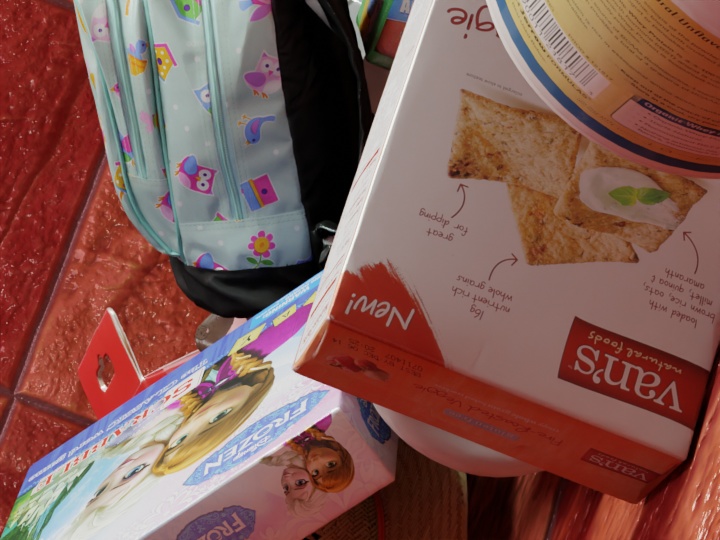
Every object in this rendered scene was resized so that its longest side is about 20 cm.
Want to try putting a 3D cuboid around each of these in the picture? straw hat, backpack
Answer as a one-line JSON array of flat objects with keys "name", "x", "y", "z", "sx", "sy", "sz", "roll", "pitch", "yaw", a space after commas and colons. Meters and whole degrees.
[{"name": "straw hat", "x": -0.025, "y": 0.126, "z": 1.327, "sx": 0.201, "sy": 0.085, "sz": 0.201, "roll": -175, "pitch": 90, "yaw": -72}, {"name": "backpack", "x": -0.061, "y": -0.092, "z": 1.395, "sx": 0.167, "sy": 0.126, "sz": 0.200, "roll": -95, "pitch": -6, "yaw": -63}]

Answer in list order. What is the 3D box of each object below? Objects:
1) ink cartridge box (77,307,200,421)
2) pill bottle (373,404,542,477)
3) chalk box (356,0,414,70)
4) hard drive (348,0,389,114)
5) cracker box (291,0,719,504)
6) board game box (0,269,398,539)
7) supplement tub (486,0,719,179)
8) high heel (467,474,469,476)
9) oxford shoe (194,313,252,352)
[{"name": "ink cartridge box", "x": -0.069, "y": 0.111, "z": 1.542, "sx": 0.067, "sy": 0.200, "sz": 0.116, "roll": -24, "pitch": -12, "yaw": -21}, {"name": "pill bottle", "x": 0.049, "y": 0.006, "z": 1.201, "sx": 0.200, "sy": 0.114, "sz": 0.114, "roll": -103, "pitch": 35, "yaw": -80}, {"name": "chalk box", "x": 0.077, "y": -0.138, "z": 1.413, "sx": 0.200, "sy": 0.124, "sz": 0.124, "roll": -92, "pitch": 25, "yaw": -78}, {"name": "hard drive", "x": 0.034, "y": -0.098, "z": 1.628, "sx": 0.200, "sy": 0.026, "sz": 0.132, "roll": -16, "pitch": -43, "yaw": -53}, {"name": "cracker box", "x": 0.071, "y": -0.035, "z": 1.058, "sx": 0.058, "sy": 0.134, "sz": 0.200, "roll": 126, "pitch": 164, "yaw": -65}, {"name": "board game box", "x": -0.071, "y": 0.087, "z": 1.281, "sx": 0.200, "sy": 0.041, "sz": 0.200, "roll": -34, "pitch": 15, "yaw": 13}, {"name": "supplement tub", "x": 0.120, "y": -0.112, "z": 0.826, "sx": 0.200, "sy": 0.145, "sz": 0.145, "roll": 137, "pitch": 154, "yaw": -76}, {"name": "high heel", "x": 0.043, "y": 0.026, "z": 1.411, "sx": 0.096, "sy": 0.067, "sz": 0.200, "roll": -16, "pitch": -67, "yaw": -85}, {"name": "oxford shoe", "x": 0.000, "y": 0.000, "z": 1.491, "sx": 0.200, "sy": 0.073, "sz": 0.071, "roll": -25, "pitch": -68, "yaw": -43}]
